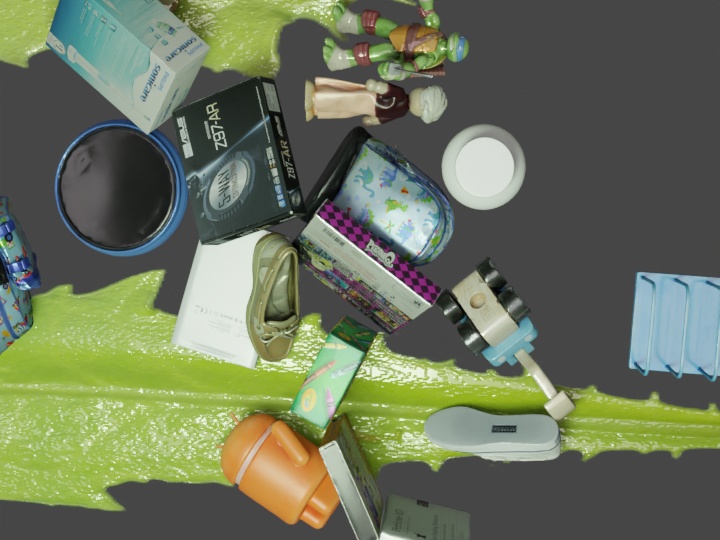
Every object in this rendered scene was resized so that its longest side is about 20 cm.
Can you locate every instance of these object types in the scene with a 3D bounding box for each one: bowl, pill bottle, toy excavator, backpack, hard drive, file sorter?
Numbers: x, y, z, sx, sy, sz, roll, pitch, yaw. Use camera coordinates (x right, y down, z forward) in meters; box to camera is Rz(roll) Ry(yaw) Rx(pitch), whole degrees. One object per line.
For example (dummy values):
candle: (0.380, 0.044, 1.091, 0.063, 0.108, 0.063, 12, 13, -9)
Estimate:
bowl: (-0.352, -0.120, 1.725, 0.198, 0.039, 0.203, 0, 95, 4)
pill bottle: (0.166, -0.141, 1.598, 0.111, 0.200, 0.114, 0, 95, 4)
toy excavator: (0.220, 0.104, 1.673, 0.100, 0.200, 0.195, -39, 50, 8)
backpack: (0.037, -0.086, 1.655, 0.199, 0.154, 0.164, 34, 91, -11)
hard drive: (-0.189, 0.029, 1.730, 0.131, 0.027, 0.202, 17, 97, 3)
file sorter: (0.484, 0.082, 1.630, 0.198, 0.123, 0.140, 4, 95, 5)
backpack: (-0.526, 0.016, 1.687, 0.134, 0.183, 0.202, -23, 107, -10)

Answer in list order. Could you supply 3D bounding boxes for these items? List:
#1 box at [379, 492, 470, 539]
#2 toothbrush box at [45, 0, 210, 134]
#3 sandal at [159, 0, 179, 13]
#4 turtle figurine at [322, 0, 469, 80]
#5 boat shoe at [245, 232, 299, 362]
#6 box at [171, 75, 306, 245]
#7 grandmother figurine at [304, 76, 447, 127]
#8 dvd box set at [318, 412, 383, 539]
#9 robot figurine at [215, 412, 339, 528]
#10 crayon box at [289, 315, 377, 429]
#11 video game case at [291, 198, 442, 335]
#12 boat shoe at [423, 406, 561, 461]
box: (0.073, 0.446, 1.657, 0.129, 0.199, 0.202, 13, 96, 3)
toothbrush box: (-0.327, -0.314, 1.646, 0.200, 0.085, 0.147, 42, 141, 2)
sandal: (-0.331, -0.430, 1.694, 0.199, 0.054, 0.081, 38, 92, 15)
turtle figurine: (0.043, -0.332, 1.604, 0.192, 0.200, 0.146, 5, 100, 20)
boat shoe: (-0.117, 0.048, 1.676, 0.073, 0.063, 0.202, -9, 119, -30)
box: (-0.173, -0.152, 1.663, 0.159, 0.043, 0.202, -16, 83, 27)
grandmother figurine: (0.023, -0.238, 1.647, 0.198, 0.121, 0.061, 2, 82, 0)
dvd box set: (-0.011, 0.288, 1.650, 0.029, 0.200, 0.147, -23, 93, 4)
robot figurine: (-0.117, 0.283, 1.697, 0.199, 0.144, 0.117, 33, 83, 8)
crayon box: (-0.034, 0.138, 1.639, 0.058, 0.200, 0.120, 28, 97, 3)
video game case: (0.000, 0.000, 1.632, 0.199, 0.181, 0.036, 38, 67, -3)
boat shoe: (0.190, 0.246, 1.695, 0.198, 0.074, 0.066, 4, 138, 23)
